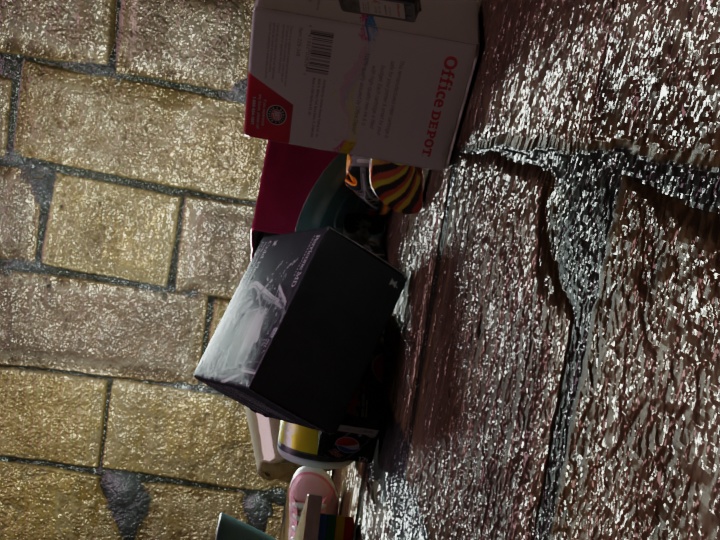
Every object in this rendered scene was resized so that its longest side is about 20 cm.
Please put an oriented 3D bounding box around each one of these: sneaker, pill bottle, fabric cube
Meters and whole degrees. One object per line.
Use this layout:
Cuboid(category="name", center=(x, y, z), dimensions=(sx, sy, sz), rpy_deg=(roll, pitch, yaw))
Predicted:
Cuboid(category="sneaker", center=(-0.074, 0.400, 1.519), dimensions=(0.105, 0.075, 0.201), rpy_deg=(-81, -6, -67))
Cuboid(category="sneaker", center=(0.000, 0.000, 1.434), dimensions=(0.200, 0.077, 0.087), rpy_deg=(-72, -12, -58))
Cuboid(category="pill bottle", center=(-0.049, 0.165, 1.414), dimensions=(0.112, 0.111, 0.201), rpy_deg=(-125, 43, -83))
Cuboid(category="sneaker", center=(0.014, -0.130, 1.396), dimensions=(0.200, 0.077, 0.079), rpy_deg=(113, 163, -78))
Cuboid(category="fabric cube", center=(-0.072, -0.115, 1.698), dimensions=(0.200, 0.195, 0.201), rpy_deg=(111, 168, -73))

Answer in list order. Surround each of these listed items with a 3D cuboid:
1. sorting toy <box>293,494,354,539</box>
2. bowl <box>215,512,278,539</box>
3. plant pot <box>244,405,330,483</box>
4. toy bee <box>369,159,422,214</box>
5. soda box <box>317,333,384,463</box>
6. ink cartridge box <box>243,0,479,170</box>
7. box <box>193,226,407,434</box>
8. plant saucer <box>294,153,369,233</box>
Cuboid(category="sorting toy", center=(-0.054, 0.415, 1.293), dimensions=(0.200, 0.069, 0.200), rpy_deg=(107, 170, -59))
Cuboid(category="bowl", center=(-0.136, 0.406, 1.240), dimensions=(0.201, 0.104, 0.202), rpy_deg=(-171, 90, -85))
Cuboid(category="plant pot", center=(-0.123, 0.267, 1.794), dimensions=(0.201, 0.199, 0.184), rpy_deg=(106, 161, -58))
Cuboid(category="toy bee", center=(0.030, -0.165, 1.084), dimensions=(0.131, 0.108, 0.201), rpy_deg=(-112, 31, -84))
Cuboid(category="soda box", center=(-0.009, 0.133, 1.234), dimensions=(0.201, 0.070, 0.064), rpy_deg=(-86, 6, -48))
Cuboid(category="ink cartridge box", center=(-0.002, -0.186, 0.941), dimensions=(0.148, 0.199, 0.086), rpy_deg=(104, 174, -45))
Cuboid(category="box", center=(-0.074, 0.068, 1.181), dimensions=(0.196, 0.124, 0.201), rpy_deg=(-3, 59, 62))
Cuboid(category="plant saucer", center=(-0.028, -0.093, 1.488), dimensions=(0.200, 0.027, 0.201), rpy_deg=(-49, -21, -26))
